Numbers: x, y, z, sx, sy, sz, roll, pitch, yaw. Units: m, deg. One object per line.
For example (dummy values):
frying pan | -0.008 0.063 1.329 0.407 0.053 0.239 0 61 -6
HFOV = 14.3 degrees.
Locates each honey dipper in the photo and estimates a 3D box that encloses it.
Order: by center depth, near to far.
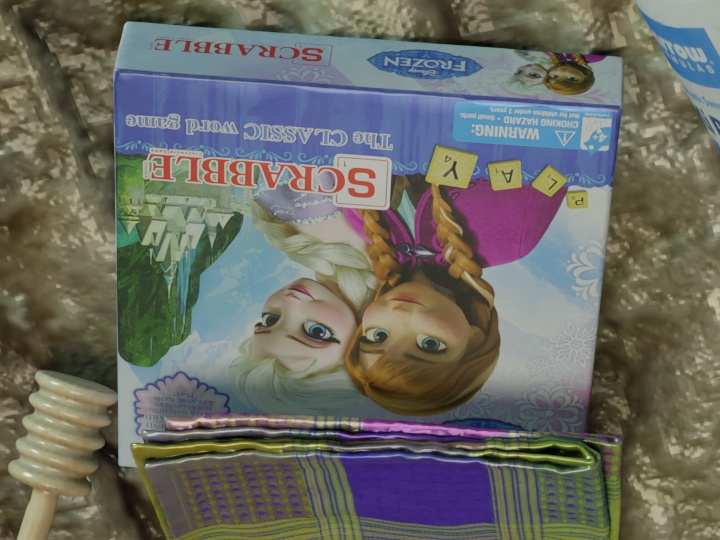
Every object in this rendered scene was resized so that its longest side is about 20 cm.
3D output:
honey dipper | -0.149 0.142 1.229 0.038 0.038 0.201 17 93 -6

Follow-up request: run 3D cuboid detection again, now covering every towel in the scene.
towel | 0.009 0.105 1.212 0.199 0.023 0.144 2 147 5

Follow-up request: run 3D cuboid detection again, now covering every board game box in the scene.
board game box | 0.000 0.000 1.172 0.199 0.041 0.200 4 126 3

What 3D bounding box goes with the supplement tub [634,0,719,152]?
supplement tub | 0.183 -0.082 1.045 0.132 0.132 0.200 -24 119 20
